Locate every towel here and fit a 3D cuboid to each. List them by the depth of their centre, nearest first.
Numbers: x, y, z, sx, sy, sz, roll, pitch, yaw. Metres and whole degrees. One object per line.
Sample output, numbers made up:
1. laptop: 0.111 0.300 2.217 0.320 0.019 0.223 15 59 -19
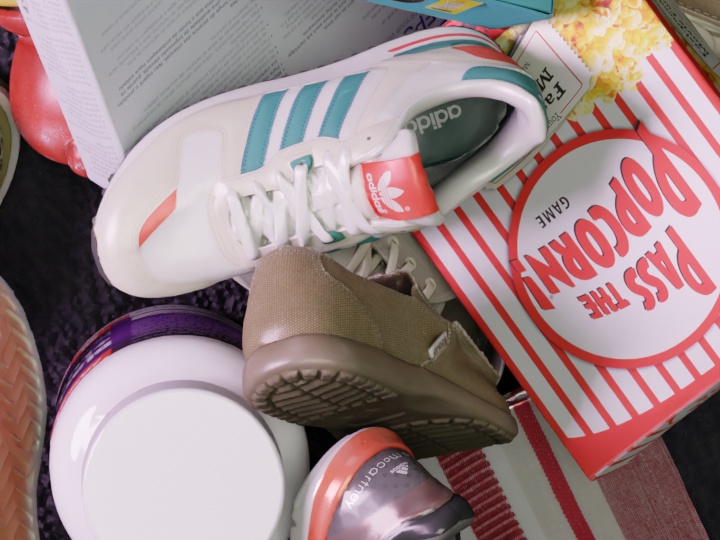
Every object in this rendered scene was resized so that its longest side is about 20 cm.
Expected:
1. towel: 0.058 0.135 1.318 0.200 0.023 0.144 -27 113 -1

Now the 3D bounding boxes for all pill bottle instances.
1. pill bottle: -0.079 0.079 1.223 0.111 0.200 0.112 0 95 -5

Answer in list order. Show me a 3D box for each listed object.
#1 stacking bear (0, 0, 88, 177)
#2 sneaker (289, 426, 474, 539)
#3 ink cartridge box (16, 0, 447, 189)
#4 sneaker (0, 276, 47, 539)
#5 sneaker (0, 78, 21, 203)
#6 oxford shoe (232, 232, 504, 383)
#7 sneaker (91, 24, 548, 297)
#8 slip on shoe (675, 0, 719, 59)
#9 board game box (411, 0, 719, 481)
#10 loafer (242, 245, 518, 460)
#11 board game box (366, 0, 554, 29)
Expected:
1. stacking bear: -0.124 -0.145 1.249 0.114 0.121 0.200 -7 103 -7
2. sneaker: 0.012 0.165 1.174 0.077 0.082 0.200 -29 133 -37
3. ink cartridge box: -0.056 -0.129 1.218 0.200 0.041 0.200 -45 138 -27
4. sneaker: -0.185 0.099 1.226 0.080 0.071 0.200 0 94 29
5. sneaker: -0.205 0.005 1.260 0.077 0.089 0.200 11 97 -5
6. oxford shoe: 0.000 0.000 1.253 0.200 0.058 0.075 41 82 -37
7. sneaker: -0.014 -0.041 1.158 0.200 0.093 0.070 -23 111 -12
8. slip on shoe: 0.179 -0.122 1.290 0.200 0.076 0.061 20 100 -8
9. board game box: 0.105 -0.033 1.231 0.151 0.046 0.200 -40 79 22
10. loafer: 0.012 0.036 1.184 0.076 0.200 0.068 -11 73 19
11. board game box: -0.007 -0.192 1.152 0.200 0.047 0.151 10 81 -33
